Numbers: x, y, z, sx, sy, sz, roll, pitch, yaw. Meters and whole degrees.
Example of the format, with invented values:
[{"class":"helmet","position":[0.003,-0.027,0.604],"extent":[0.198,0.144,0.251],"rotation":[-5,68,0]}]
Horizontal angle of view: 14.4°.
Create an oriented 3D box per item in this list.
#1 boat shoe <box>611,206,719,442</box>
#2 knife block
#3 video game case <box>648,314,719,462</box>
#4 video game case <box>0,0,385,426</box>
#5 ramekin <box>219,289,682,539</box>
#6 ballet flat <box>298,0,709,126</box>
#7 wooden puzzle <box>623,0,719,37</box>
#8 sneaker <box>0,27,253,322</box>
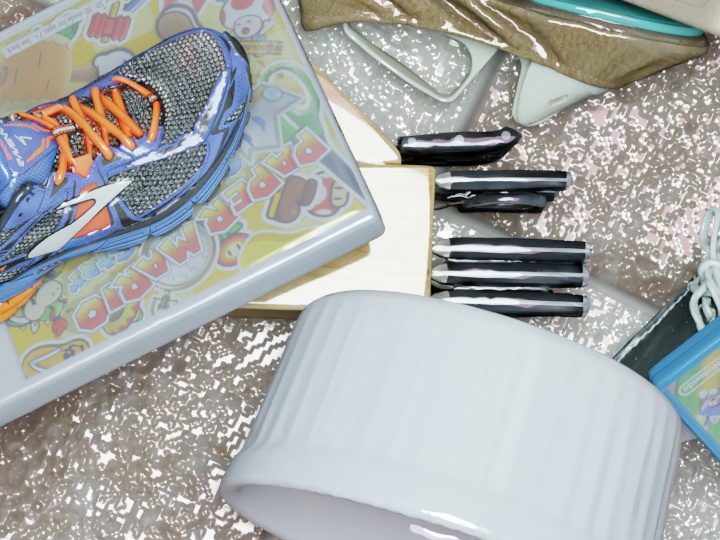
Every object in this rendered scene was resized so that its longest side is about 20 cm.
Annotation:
[{"class":"boat shoe","position":[0.182,0.010,1.306],"extent":[0.199,0.068,0.074],"rotation":[-29,43,20]},{"class":"knife block","position":[0.000,0.000,1.329],"extent":[0.200,0.064,0.176],"rotation":[-43,88,-7]},{"class":"video game case","position":[0.244,0.071,1.299],"extent":[0.143,0.018,0.200],"rotation":[-38,117,11]},{"class":"video game case","position":[-0.111,-0.048,1.296],"extent":[0.199,0.023,0.182],"rotation":[-26,61,3]},{"class":"ramekin","position":[0.046,0.084,1.262],"extent":[0.200,0.200,0.098],"rotation":[19,76,-2]},{"class":"ballet flat","position":[0.062,-0.111,1.350],"extent":[0.199,0.068,0.073],"rotation":[16,104,-2]},{"class":"wooden puzzle","position":[0.141,-0.218,1.333],"extent":[0.200,0.046,0.186],"rotation":[25,94,30]},{"class":"sneaker","position":[-0.133,-0.041,1.242],"extent":[0.200,0.078,0.075],"rotation":[-36,62,-1]}]
